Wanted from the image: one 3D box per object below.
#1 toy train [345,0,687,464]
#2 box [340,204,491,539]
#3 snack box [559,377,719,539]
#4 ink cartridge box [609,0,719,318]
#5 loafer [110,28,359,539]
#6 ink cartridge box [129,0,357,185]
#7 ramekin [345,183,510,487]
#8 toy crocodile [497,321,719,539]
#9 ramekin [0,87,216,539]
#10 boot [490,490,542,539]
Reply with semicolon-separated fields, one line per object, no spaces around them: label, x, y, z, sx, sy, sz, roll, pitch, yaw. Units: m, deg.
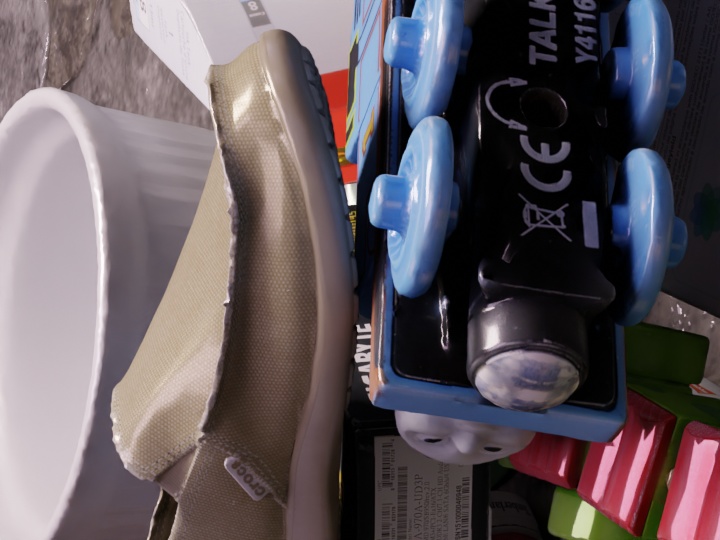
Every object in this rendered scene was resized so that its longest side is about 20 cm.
toy train;0.039;-0.037;0.601;0.114;0.086;0.201;111;164;-55
box;0.006;0.082;0.746;0.200;0.046;0.160;-111;20;-67
snack box;0.093;0.142;0.655;0.116;0.037;0.201;36;115;60
ink cartridge box;0.111;-0.067;0.673;0.200;0.076;0.137;29;111;59
loafer;-0.037;0.031;0.606;0.076;0.068;0.201;-102;12;-66
ink cartridge box;0.010;-0.101;0.855;0.200;0.159;0.048;-135;37;-56
ramekin;0.000;0.000;0.926;0.200;0.097;0.202;-18;70;61
toy crocodile;0.085;0.053;0.589;0.200;0.061;0.068;21;99;62
ramekin;-0.101;0.028;0.905;0.200;0.097;0.202;-16;71;61
boot;0.025;0.204;0.880;0.200;0.072;0.145;-52;43;41
